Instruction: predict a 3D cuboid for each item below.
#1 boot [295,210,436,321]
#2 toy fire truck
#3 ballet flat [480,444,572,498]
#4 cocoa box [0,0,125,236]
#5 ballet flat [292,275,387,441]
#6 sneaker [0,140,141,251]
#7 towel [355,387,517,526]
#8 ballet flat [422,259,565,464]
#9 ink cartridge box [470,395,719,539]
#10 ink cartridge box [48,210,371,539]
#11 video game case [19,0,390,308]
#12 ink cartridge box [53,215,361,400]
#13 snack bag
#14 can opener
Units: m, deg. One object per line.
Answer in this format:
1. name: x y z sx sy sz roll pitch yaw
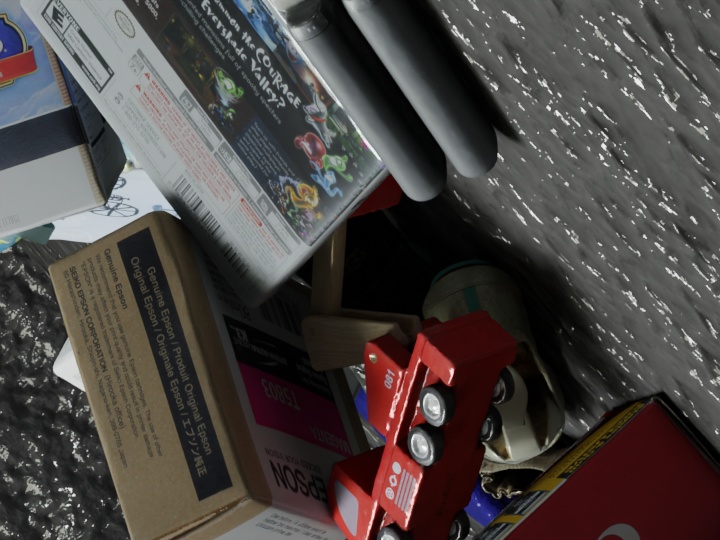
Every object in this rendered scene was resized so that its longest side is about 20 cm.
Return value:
1. boot: 0.000 0.000 1.678 0.200 0.069 0.174 53 180 16
2. toy fire truck: 0.011 0.040 1.495 0.141 0.049 0.201 42 133 33
3. ballet flat: 0.113 0.124 1.716 0.067 0.046 0.200 51 170 -22
4. cocoa box: -0.243 -0.079 1.621 0.133 0.199 0.132 -93 -14 -78
5. ballet flat: -0.024 0.028 1.776 0.200 0.057 0.066 45 -164 -2
6. sneaker: -0.156 -0.061 1.738 0.199 0.131 0.080 16 -175 3
7. towel: 0.046 0.097 1.929 0.148 0.050 0.200 48 173 -22
8. ballet flat: 0.072 0.067 1.579 0.200 0.067 0.063 62 -173 -57
9. ink cartridge box: 0.093 0.159 1.474 0.084 0.200 0.176 48 171 1
10. ink cartridge box: -0.067 0.075 1.567 0.200 0.075 0.166 28 -142 -64
11. video game case: -0.073 -0.098 1.449 0.200 0.023 0.182 53 147 5
12. ink cartridge box: -0.088 0.045 1.884 0.144 0.084 0.200 32 156 -13
13. snack bag: -0.137 -0.045 1.865 0.199 0.022 0.189 3 167 3
14. can opener: -0.004 -0.117 1.289 0.200 0.052 0.067 55 -157 -29
